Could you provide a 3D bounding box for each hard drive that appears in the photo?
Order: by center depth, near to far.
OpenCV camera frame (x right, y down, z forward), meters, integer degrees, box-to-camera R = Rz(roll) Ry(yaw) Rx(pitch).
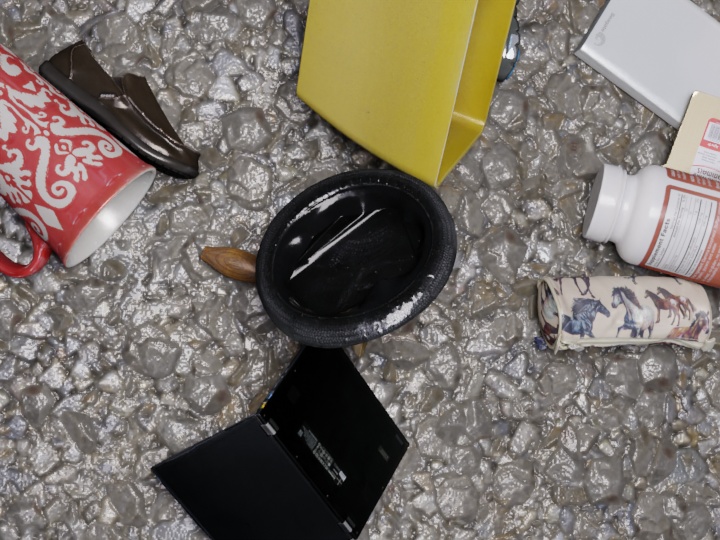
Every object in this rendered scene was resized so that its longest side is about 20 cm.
[{"bbox_3d":[0.366,-0.253,1.172,0.199,0.027,0.133,34,81,-5],"label":"hard drive"}]

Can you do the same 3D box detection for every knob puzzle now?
[{"bbox_3d":[0.434,-0.084,1.155,0.215,0.030,0.224,1,99,7],"label":"knob puzzle"}]

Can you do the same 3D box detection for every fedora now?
[{"bbox_3d":[0.000,0.000,0.967,0.197,0.092,0.204,-5,62,9],"label":"fedora"}]

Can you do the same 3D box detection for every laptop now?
[{"bbox_3d":[-0.076,0.194,1.039,0.188,0.115,0.201,56,50,-26],"label":"laptop"}]

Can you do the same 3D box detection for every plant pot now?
[{"bbox_3d":[0.045,-0.233,1.017,0.174,0.200,0.203,20,120,13],"label":"plant pot"}]

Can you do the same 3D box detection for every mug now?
[{"bbox_3d":[-0.336,-0.105,0.994,0.200,0.133,0.178,43,72,-2],"label":"mug"}]

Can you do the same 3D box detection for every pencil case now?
[{"bbox_3d":[0.295,0.052,1.109,0.196,0.078,0.091,1,65,-9],"label":"pencil case"}]

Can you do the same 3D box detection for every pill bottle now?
[{"bbox_3d":[0.352,-0.051,1.099,0.197,0.112,0.114,16,83,5],"label":"pill bottle"}]

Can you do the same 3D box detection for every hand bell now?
[{"bbox_3d":[-0.077,0.012,1.062,0.197,0.104,0.106,18,83,5],"label":"hand bell"}]

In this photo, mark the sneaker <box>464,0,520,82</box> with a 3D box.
[{"bbox_3d":[0.144,-0.319,1.119,0.080,0.073,0.204,7,83,-7],"label":"sneaker"}]

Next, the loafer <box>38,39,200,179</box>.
[{"bbox_3d":[-0.242,-0.173,1.046,0.199,0.073,0.072,38,83,-4],"label":"loafer"}]
